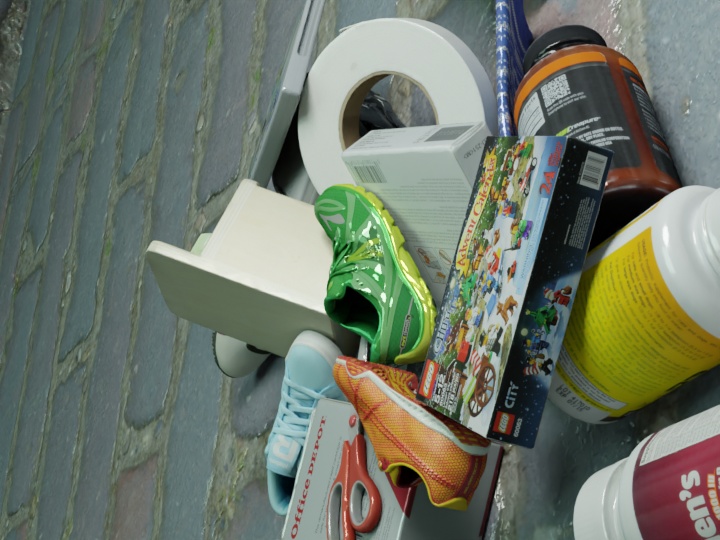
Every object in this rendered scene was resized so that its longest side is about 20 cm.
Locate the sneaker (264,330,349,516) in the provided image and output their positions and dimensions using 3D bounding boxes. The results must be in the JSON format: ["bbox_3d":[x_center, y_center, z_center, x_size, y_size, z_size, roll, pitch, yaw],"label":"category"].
[{"bbox_3d":[-0.053,0.154,1.284,0.082,0.073,0.202,-50,-31,-49],"label":"sneaker"}]

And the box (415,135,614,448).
[{"bbox_3d":[0.102,0.009,0.934,0.136,0.037,0.202,-164,89,-71],"label":"box"}]

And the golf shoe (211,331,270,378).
[{"bbox_3d":[-0.104,0.061,1.515,0.201,0.077,0.089,-56,38,32],"label":"golf shoe"}]

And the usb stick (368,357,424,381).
[{"bbox_3d":[0.035,0.096,1.266,0.200,0.032,0.056,-30,41,55],"label":"usb stick"}]

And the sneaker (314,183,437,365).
[{"bbox_3d":[0.000,0.000,1.180,0.074,0.083,0.201,91,155,-49],"label":"sneaker"}]

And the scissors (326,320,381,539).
[{"bbox_3d":[-0.010,0.142,1.157,0.073,0.014,0.202,-44,39,44],"label":"scissors"}]

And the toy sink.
[{"bbox_3d":[-0.087,-0.001,1.318,0.131,0.198,0.113,80,-148,-58],"label":"toy sink"}]

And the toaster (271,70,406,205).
[{"bbox_3d":[-0.017,-0.112,1.404,0.130,0.113,0.200,-67,28,18],"label":"toaster"}]

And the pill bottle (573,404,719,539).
[{"bbox_3d":[0.221,0.134,0.793,0.200,0.109,0.111,-37,43,50],"label":"pill bottle"}]

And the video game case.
[{"bbox_3d":[-0.075,-0.188,1.390,0.201,0.022,0.184,117,168,-55],"label":"video game case"}]

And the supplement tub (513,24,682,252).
[{"bbox_3d":[0.175,-0.096,1.024,0.107,0.106,0.201,-50,33,38],"label":"supplement tub"}]

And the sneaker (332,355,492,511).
[{"bbox_3d":[0.025,0.120,1.051,0.200,0.072,0.078,37,109,59],"label":"sneaker"}]

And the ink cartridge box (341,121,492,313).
[{"bbox_3d":[0.080,-0.038,1.155,0.043,0.175,0.199,-37,18,-20],"label":"ink cartridge box"}]

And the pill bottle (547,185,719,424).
[{"bbox_3d":[0.203,0.018,0.897,0.200,0.108,0.110,-41,40,48],"label":"pill bottle"}]

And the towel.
[{"bbox_3d":[0.131,-0.160,1.149,0.145,0.024,0.202,67,-157,-62],"label":"towel"}]

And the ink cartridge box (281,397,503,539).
[{"bbox_3d":[0.022,0.197,1.172,0.199,0.082,0.147,2,77,62],"label":"ink cartridge box"}]

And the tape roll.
[{"bbox_3d":[0.033,-0.134,1.266,0.201,0.037,0.205,6,102,29],"label":"tape roll"}]
